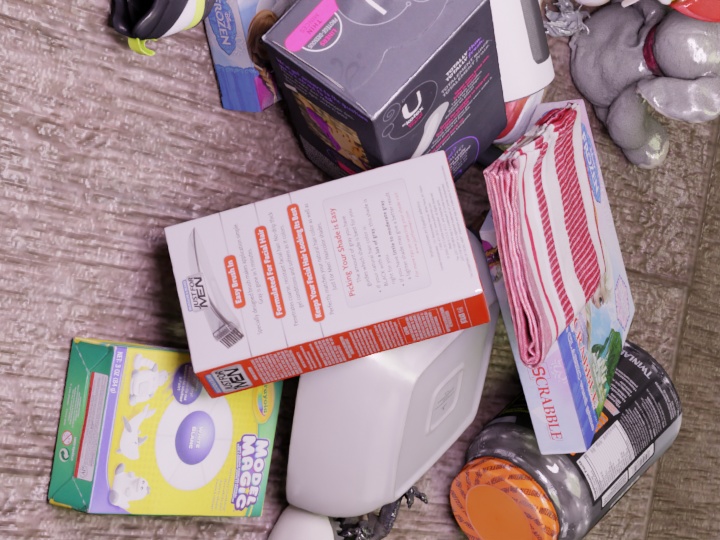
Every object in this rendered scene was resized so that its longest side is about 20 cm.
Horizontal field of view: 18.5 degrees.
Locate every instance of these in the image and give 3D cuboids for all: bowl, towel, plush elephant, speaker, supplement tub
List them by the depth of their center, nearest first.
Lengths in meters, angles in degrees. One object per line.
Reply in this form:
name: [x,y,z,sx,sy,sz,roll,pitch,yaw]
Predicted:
towel: [0.138,-0.030,1.576,0.200,0.023,0.144,-42,124,-63]
bowl: [0.034,0.079,1.619,0.200,0.075,0.200,-42,150,-45]
speaker: [0.085,-0.228,1.634,0.081,0.081,0.200,-34,119,-41]
supplement tub: [0.170,0.151,1.840,0.200,0.122,0.123,-39,125,-38]
plush elephant: [0.265,-0.183,1.862,0.200,0.155,0.165,23,80,-50]

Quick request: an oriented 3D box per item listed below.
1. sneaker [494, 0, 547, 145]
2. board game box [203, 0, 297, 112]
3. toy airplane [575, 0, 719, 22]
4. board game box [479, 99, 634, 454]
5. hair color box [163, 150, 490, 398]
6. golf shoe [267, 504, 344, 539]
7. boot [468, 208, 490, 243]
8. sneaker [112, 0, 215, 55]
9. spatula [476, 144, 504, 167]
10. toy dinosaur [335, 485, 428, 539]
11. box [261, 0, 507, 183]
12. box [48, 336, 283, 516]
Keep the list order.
sneaker: [0.096,-0.204,1.723,0.112,0.071,0.200,14,79,-54]
board game box: [-0.041,-0.243,1.574,0.200,0.043,0.199,-36,123,-41]
toy airplane: [0.206,-0.274,1.732,0.141,0.199,0.200,-48,156,7]
board game box: [0.155,0.003,1.691,0.200,0.041,0.200,-63,142,-53]
hair color box: [-0.023,0.003,1.493,0.064,0.200,0.111,71,5,-67]
golf shoe: [-0.074,0.249,1.608,0.088,0.077,0.200,33,63,-30]
boot: [0.183,-0.021,1.834,0.097,0.075,0.200,-50,136,7]
sneaker: [-0.144,-0.237,1.431,0.083,0.072,0.200,-33,121,-40]
spatula: [0.130,-0.080,1.826,0.200,0.021,0.057,30,79,-48]
toy dinosaur: [0.003,0.195,1.690,0.047,0.088,0.200,35,64,-11]
box: [0.022,-0.132,1.543,0.122,0.106,0.200,-48,160,-12]
box: [-0.124,0.113,1.543,0.200,0.048,0.118,8,91,-52]
